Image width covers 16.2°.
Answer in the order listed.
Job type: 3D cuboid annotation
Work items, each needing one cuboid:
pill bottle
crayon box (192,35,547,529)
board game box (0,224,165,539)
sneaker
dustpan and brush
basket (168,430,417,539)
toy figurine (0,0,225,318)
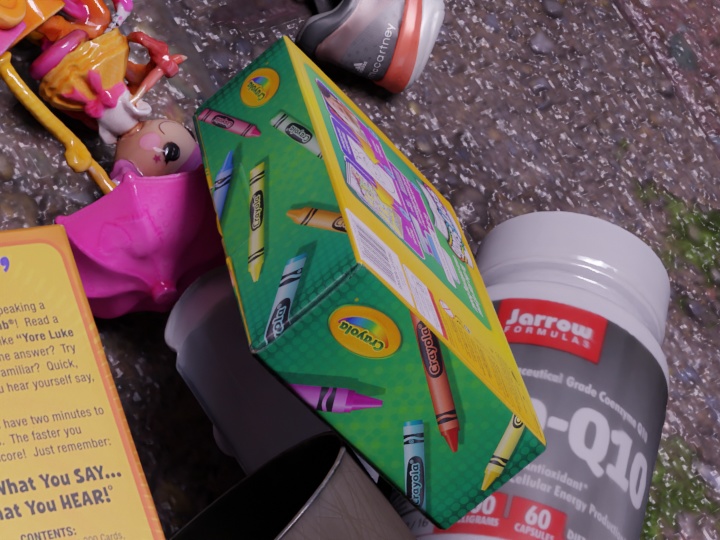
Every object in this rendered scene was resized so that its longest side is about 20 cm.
[{"bbox_3d":[0.078,0.078,1.142,0.113,0.114,0.201,26,53,-13],"label":"pill bottle"},{"bbox_3d":[0.000,0.000,1.033,0.119,0.058,0.200,44,14,-29],"label":"crayon box"},{"bbox_3d":[-0.198,0.126,0.905,0.199,0.200,0.201,-7,65,-31],"label":"board game box"},{"bbox_3d":[-0.001,-0.188,1.288,0.081,0.077,0.201,10,57,-16],"label":"sneaker"},{"bbox_3d":[-0.024,0.034,1.146,0.140,0.057,0.200,59,43,-23],"label":"dustpan and brush"},{"bbox_3d":[0.000,0.188,1.011,0.200,0.180,0.136,46,41,-8],"label":"basket"},{"bbox_3d":[-0.123,-0.069,1.137,0.185,0.150,0.200,54,26,-7],"label":"toy figurine"}]
